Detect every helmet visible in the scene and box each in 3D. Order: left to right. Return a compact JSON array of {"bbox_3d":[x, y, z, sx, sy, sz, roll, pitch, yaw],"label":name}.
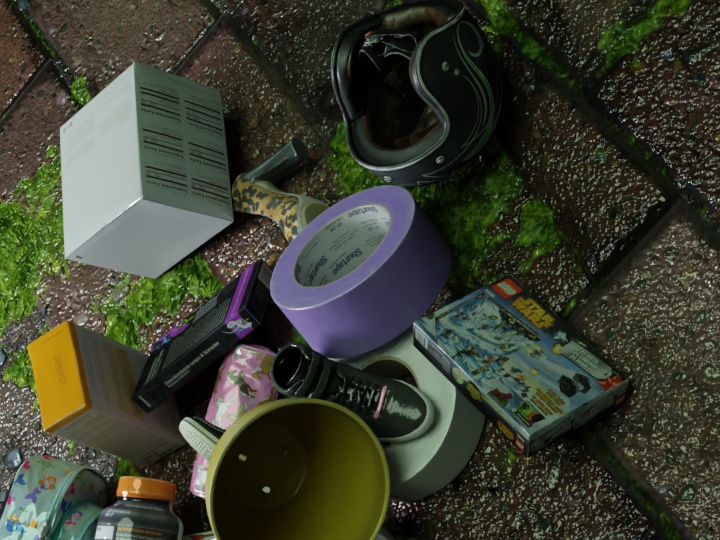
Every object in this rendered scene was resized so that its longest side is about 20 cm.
[{"bbox_3d":[0.070,-0.199,1.678,0.199,0.192,0.200,-13,26,6],"label":"helmet"}]

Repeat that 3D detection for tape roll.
[{"bbox_3d":[0.000,0.000,1.670,0.199,0.085,0.200,-28,31,18],"label":"tape roll"},{"bbox_3d":[0.041,0.157,1.647,0.202,0.071,0.204,-13,66,32],"label":"tape roll"}]

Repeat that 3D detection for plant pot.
[{"bbox_3d":[-0.085,0.225,1.573,0.201,0.199,0.142,-67,21,-3],"label":"plant pot"}]

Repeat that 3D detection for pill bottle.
[{"bbox_3d":[-0.270,0.350,1.745,0.106,0.106,0.201,-3,72,35],"label":"pill bottle"}]

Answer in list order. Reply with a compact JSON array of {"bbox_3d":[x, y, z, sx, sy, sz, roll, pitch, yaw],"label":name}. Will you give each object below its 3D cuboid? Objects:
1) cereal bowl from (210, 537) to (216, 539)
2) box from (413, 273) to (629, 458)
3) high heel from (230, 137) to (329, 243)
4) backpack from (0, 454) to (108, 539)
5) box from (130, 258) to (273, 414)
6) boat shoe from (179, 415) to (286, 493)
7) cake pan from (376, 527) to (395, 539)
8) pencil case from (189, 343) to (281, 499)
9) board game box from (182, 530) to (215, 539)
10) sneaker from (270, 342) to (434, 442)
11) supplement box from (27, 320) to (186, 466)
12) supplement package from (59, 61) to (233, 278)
[{"bbox_3d":[-0.128,0.401,1.626,0.199,0.083,0.201,-15,65,35],"label":"cereal bowl"},{"bbox_3d":[0.168,0.097,1.546,0.136,0.040,0.200,-25,48,-24],"label":"box"},{"bbox_3d":[-0.104,-0.051,1.839,0.142,0.071,0.201,-35,57,33],"label":"high heel"},{"bbox_3d":[-0.383,0.338,1.827,0.150,0.178,0.201,6,71,15],"label":"backpack"},{"bbox_3d":[-0.196,0.082,1.821,0.200,0.036,0.143,-36,17,20],"label":"box"},{"bbox_3d":[-0.117,0.214,1.690,0.062,0.199,0.075,-66,8,-21],"label":"boat shoe"},{"bbox_3d":[-0.015,0.377,1.629,0.199,0.037,0.201,-13,66,32],"label":"cake pan"},{"bbox_3d":[-0.145,0.186,1.765,0.083,0.086,0.201,166,119,-67],"label":"pencil case"},{"bbox_3d":[-0.176,0.383,1.750,0.199,0.029,0.135,-16,64,31],"label":"board game box"},{"bbox_3d":[-0.018,0.134,1.590,0.199,0.099,0.071,15,81,38],"label":"sneaker"},{"bbox_3d":[-0.317,0.157,1.824,0.073,0.200,0.127,-31,57,19],"label":"supplement box"},{"bbox_3d":[-0.284,-0.127,1.915,0.191,0.147,0.201,-31,56,41],"label":"supplement package"}]
